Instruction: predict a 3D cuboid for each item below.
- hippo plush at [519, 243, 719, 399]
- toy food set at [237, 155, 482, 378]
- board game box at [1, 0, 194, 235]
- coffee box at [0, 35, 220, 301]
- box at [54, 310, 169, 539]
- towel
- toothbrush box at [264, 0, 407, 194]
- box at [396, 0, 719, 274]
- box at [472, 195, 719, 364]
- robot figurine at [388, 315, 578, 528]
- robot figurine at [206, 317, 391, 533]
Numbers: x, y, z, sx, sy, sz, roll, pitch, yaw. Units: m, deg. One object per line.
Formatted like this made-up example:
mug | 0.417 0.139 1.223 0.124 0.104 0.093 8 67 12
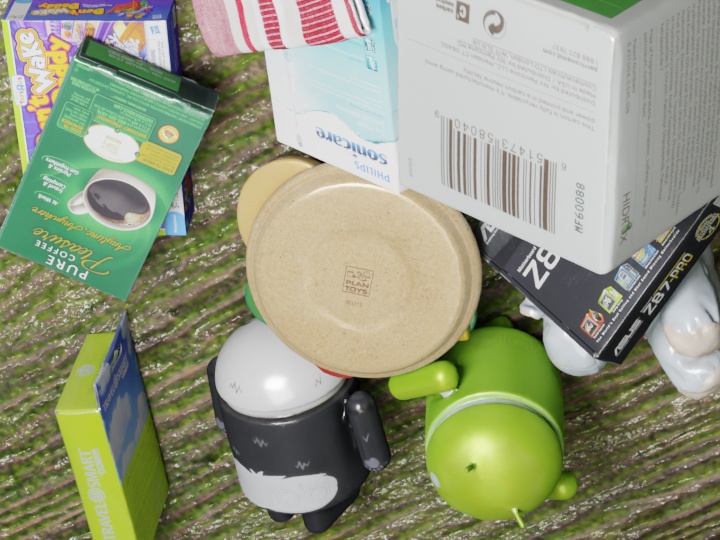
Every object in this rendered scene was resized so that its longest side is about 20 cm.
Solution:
hippo plush | 0.212 0.026 1.735 0.161 0.159 0.200 -11 121 12
toy food set | 0.000 0.000 1.720 0.200 0.049 0.198 -3 114 11
board game box | -0.213 -0.125 1.753 0.134 0.045 0.200 1 123 6
coffee box | -0.207 -0.080 1.727 0.123 0.044 0.200 22 122 -8
box | -0.219 0.150 1.884 0.048 0.122 0.200 -4 122 11
towel | -0.077 -0.233 1.593 0.200 0.023 0.144 2 116 54
toothbrush box | 0.000 -0.179 1.629 0.146 0.085 0.200 25 133 41
box | 0.153 -0.143 1.539 0.199 0.171 0.200 26 131 35
box | 0.198 -0.053 1.668 0.049 0.161 0.200 15 114 -53
robot figurine | 0.112 0.126 1.784 0.116 0.200 0.175 -35 116 24
robot figurine | -0.055 0.129 1.855 0.150 0.125 0.200 -11 121 1
